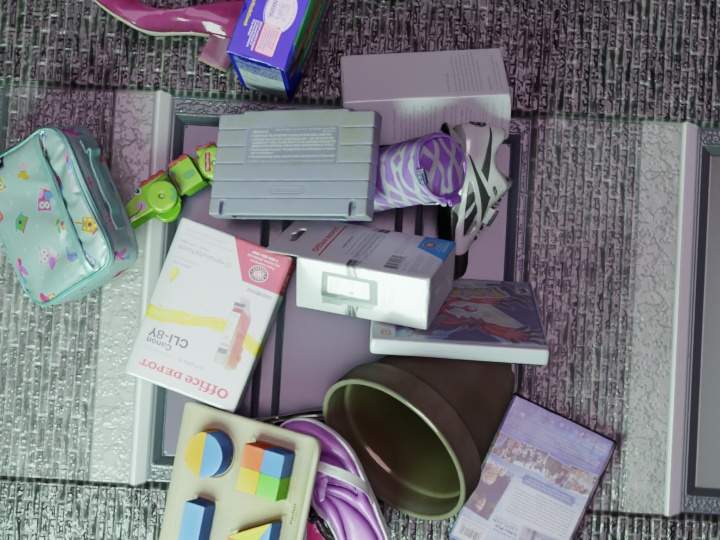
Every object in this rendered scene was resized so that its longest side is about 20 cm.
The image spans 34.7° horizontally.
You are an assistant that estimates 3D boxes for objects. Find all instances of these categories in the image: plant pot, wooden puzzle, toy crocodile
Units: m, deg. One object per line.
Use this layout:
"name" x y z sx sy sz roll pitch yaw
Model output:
"plant pot" 0.086 0.158 1.338 0.200 0.200 0.173 48 55 2
"wooden puzzle" -0.149 0.262 1.326 0.200 0.046 0.186 12 93 28
"toy crocodile" -0.215 -0.113 1.411 0.200 0.068 0.062 -33 83 -4

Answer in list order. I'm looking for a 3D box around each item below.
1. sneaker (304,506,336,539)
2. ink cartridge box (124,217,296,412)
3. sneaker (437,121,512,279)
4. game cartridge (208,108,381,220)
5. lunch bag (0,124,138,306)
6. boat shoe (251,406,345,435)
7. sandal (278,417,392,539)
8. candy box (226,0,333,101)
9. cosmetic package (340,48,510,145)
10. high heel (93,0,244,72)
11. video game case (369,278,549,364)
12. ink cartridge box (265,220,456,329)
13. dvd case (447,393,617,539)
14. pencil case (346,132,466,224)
"sneaker" -0.071 0.281 1.386 0.200 0.084 0.121 35 89 -1
"ink cartridge box" -0.180 0.055 1.395 0.145 0.083 0.200 21 87 -1
"sneaker" 0.140 -0.081 1.384 0.088 0.074 0.200 -4 119 -11
"game cartridge" -0.075 -0.123 1.333 0.199 0.038 0.130 2 76 21
"lunch bag" -0.358 -0.071 1.371 0.160 0.077 0.200 -27 85 30
"boat shoe" -0.114 0.208 1.398 0.200 0.064 0.071 -17 88 -1
"sandal" -0.027 0.255 1.318 0.082 0.050 0.203 -37 84 8
"candy box" -0.087 -0.301 1.353 0.077 0.200 0.169 20 89 -1
"cosmetic package" 0.077 -0.209 1.394 0.199 0.074 0.102 -3 44 1
"high heel" -0.231 -0.328 1.419 0.200 0.067 0.096 25 97 -14
"video game case" 0.112 0.053 1.354 0.199 0.182 0.023 4 114 0
"ink cartridge box" 0.000 0.000 1.348 0.199 0.116 0.068 11 116 17
"dvd case" 0.212 0.271 1.421 0.142 0.018 0.200 25 87 0
"pencil case" 0.039 -0.105 1.351 0.084 0.200 0.086 -30 104 -35
